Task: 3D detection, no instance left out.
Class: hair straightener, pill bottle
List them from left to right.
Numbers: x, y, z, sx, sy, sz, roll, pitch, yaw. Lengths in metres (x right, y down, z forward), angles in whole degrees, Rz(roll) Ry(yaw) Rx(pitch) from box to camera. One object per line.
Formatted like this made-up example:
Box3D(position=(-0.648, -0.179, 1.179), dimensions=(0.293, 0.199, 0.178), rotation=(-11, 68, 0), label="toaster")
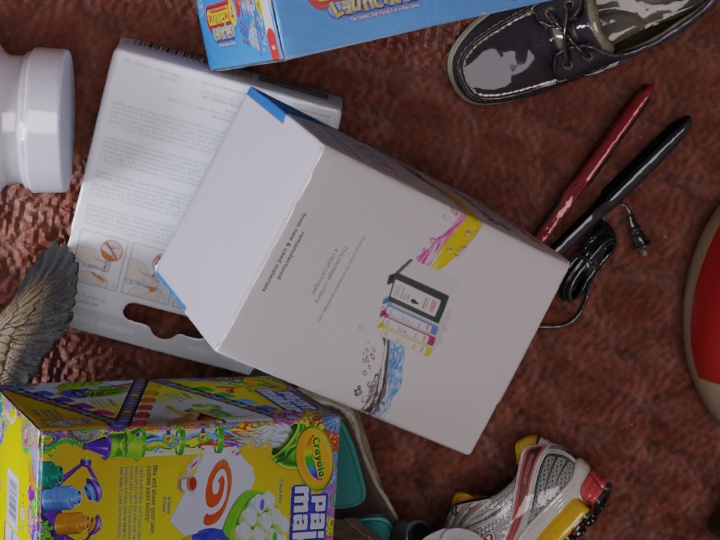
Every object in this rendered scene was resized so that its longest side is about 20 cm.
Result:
Box3D(position=(-0.292, -0.100, 1.298), dimensions=(0.198, 0.116, 0.117), rotation=(2, 97, -3), label="pill bottle")
Box3D(position=(0.166, -0.028, 1.366), dimensions=(0.077, 0.041, 0.200), rotation=(36, 94, -6), label="hair straightener")

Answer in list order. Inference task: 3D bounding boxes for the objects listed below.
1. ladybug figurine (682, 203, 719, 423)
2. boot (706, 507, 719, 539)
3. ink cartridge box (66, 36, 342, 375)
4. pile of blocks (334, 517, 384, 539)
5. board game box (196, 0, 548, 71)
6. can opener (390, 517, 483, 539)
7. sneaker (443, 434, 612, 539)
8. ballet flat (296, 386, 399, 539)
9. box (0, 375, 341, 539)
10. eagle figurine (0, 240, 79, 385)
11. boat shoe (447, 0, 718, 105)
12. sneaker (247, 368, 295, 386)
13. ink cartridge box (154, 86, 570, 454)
Box3D(position=(0.293, 0.025, 1.363), dimensions=(0.135, 0.072, 0.202), rotation=(2, 97, -3), label="ladybug figurine")
Box3D(position=(0.278, 0.267, 1.394), dimensions=(0.154, 0.074, 0.200), rotation=(38, 96, -11), label="boot")
Box3D(position=(-0.113, -0.042, 1.357), dimensions=(0.159, 0.047, 0.201), rotation=(15, 107, -5), label="ink cartridge box")
Box3D(position=(-0.030, 0.247, 1.351), dimensions=(0.082, 0.062, 0.201), rotation=(-23, 128, -30), label="pile of blocks")
Box3D(position=(0.014, -0.176, 1.243), dimensions=(0.199, 0.196, 0.056), rotation=(-14, 97, -16), label="board game box")
Box3D(position=(0.053, 0.268, 1.327), dimensions=(0.052, 0.066, 0.202), rotation=(2, 87, -33), label="can opener")
Box3D(position=(0.085, 0.200, 1.383), dimensions=(0.082, 0.078, 0.200), rotation=(42, 94, 14), label="sneaker")
Box3D(position=(-0.006, 0.152, 1.365), dimensions=(0.067, 0.063, 0.201), rotation=(-6, 123, 7), label="ballet flat")
Box3D(position=(-0.124, 0.178, 1.231), dimensions=(0.191, 0.122, 0.202), rotation=(0, 99, -23), label="box")
Box3D(position=(-0.268, 0.084, 1.309), dimensions=(0.151, 0.150, 0.202), rotation=(-4, 94, -41), label="eagle figurine")
Box3D(position=(0.154, -0.168, 1.336), dimensions=(0.199, 0.065, 0.072), rotation=(-20, 99, 1), label="boat shoe")
Box3D(position=(-0.113, 0.135, 1.354), dimensions=(0.079, 0.075, 0.201), rotation=(32, 98, -1), label="sneaker")
Box3D(position=(0.000, 0.000, 1.279), dimensions=(0.199, 0.147, 0.145), rotation=(24, 98, -28), label="ink cartridge box")
